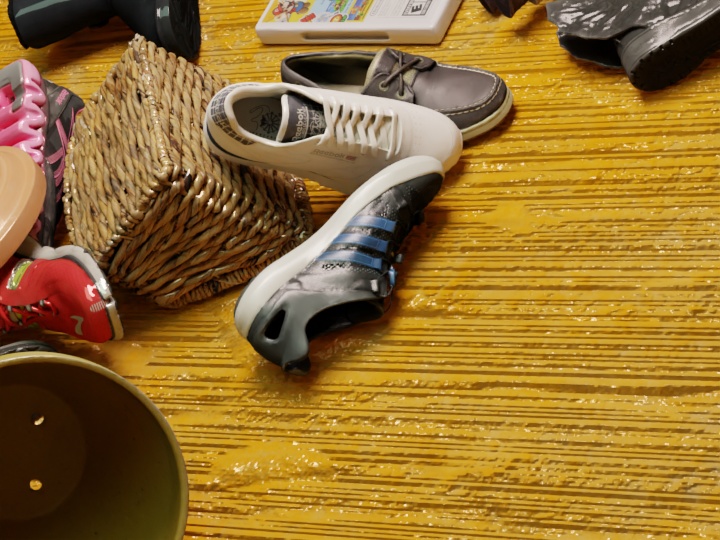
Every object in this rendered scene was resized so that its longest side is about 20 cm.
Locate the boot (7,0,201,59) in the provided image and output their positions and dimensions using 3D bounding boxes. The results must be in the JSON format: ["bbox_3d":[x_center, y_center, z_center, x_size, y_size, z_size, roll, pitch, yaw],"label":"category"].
[{"bbox_3d":[-0.232,-0.229,1.756,0.167,0.077,0.201,-17,36,8],"label":"boot"}]

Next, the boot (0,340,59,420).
[{"bbox_3d":[-0.328,0.086,1.512,0.199,0.068,0.131,-27,33,-4],"label":"boot"}]

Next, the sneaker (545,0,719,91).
[{"bbox_3d":[0.248,-0.205,1.485,0.199,0.060,0.105,-27,46,7],"label":"sneaker"}]

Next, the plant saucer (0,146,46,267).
[{"bbox_3d":[-0.336,-0.028,1.522,0.199,0.032,0.201,-25,33,18],"label":"plant saucer"}]

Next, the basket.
[{"bbox_3d":[-0.142,-0.061,1.554,0.143,0.148,0.201,-51,34,26],"label":"basket"}]

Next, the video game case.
[{"bbox_3d":[0.024,-0.273,1.704,0.181,0.023,0.201,4,52,31],"label":"video game case"}]

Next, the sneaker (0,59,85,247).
[{"bbox_3d":[-0.261,-0.073,1.621,0.079,0.095,0.201,-16,65,36],"label":"sneaker"}]

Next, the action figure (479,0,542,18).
[{"bbox_3d":[0.183,-0.280,1.591,0.200,0.070,0.130,-35,37,-12],"label":"action figure"}]

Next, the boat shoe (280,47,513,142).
[{"bbox_3d":[0.022,-0.141,1.541,0.199,0.065,0.073,0,47,27],"label":"boat shoe"}]

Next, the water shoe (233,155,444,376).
[{"bbox_3d":[0.000,0.000,1.428,0.200,0.072,0.079,-41,70,-15],"label":"water shoe"}]

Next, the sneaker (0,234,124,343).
[{"bbox_3d":[-0.251,0.026,1.478,0.085,0.077,0.199,-32,27,-32],"label":"sneaker"}]

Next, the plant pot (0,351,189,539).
[{"bbox_3d":[-0.227,0.141,1.328,0.200,0.201,0.142,-35,17,-7],"label":"plant pot"}]

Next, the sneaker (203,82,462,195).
[{"bbox_3d":[-0.017,-0.102,1.458,0.199,0.080,0.077,4,80,-11],"label":"sneaker"}]
